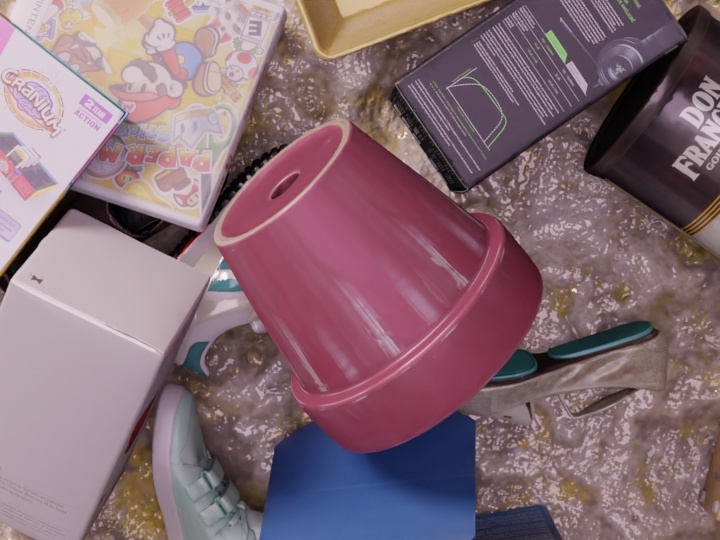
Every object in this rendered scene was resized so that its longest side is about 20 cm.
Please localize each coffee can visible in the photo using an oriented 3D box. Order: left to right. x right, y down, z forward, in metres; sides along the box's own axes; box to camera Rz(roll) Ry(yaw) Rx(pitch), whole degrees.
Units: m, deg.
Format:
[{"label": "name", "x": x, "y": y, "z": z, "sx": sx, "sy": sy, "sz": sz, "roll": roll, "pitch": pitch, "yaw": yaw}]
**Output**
[{"label": "coffee can", "x": 0.288, "y": -0.080, "z": 1.214, "sx": 0.200, "sy": 0.146, "sz": 0.146, "roll": 33, "pitch": 93, "yaw": -3}]

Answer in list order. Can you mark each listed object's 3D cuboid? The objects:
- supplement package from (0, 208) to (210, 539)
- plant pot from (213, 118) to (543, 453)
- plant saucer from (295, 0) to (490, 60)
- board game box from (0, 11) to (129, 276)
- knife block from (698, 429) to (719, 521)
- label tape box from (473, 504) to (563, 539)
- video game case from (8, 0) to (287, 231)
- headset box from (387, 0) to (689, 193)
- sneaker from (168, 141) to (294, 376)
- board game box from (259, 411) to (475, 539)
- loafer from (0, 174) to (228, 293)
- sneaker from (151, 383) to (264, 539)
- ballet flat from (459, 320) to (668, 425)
[{"label": "supplement package", "x": -0.210, "y": 0.082, "z": 1.194, "sx": 0.120, "sy": 0.121, "sz": 0.200, "roll": 26, "pitch": 119, "yaw": -1}, {"label": "plant pot", "x": 0.000, "y": 0.000, "z": 1.168, "sx": 0.200, "sy": 0.200, "sz": 0.179, "roll": -42, "pitch": 110, "yaw": 2}, {"label": "plant saucer", "x": 0.027, "y": -0.283, "z": 1.248, "sx": 0.200, "sy": 0.048, "sz": 0.200, "roll": -20, "pitch": 93, "yaw": 1}, {"label": "board game box", "x": -0.284, "y": -0.080, "z": 1.164, "sx": 0.153, "sy": 0.040, "sz": 0.200, "roll": 39, "pitch": 86, "yaw": -9}, {"label": "knife block", "x": 0.362, "y": 0.163, "z": 1.271, "sx": 0.175, "sy": 0.064, "sz": 0.200, "roll": 14, "pitch": 93, "yaw": -2}, {"label": "label tape box", "x": 0.085, "y": 0.239, "z": 1.203, "sx": 0.143, "sy": 0.200, "sz": 0.066, "roll": -10, "pitch": 100, "yaw": 0}, {"label": "video game case", "x": -0.178, "y": -0.143, "z": 1.227, "sx": 0.200, "sy": 0.023, "sz": 0.182, "roll": 18, "pitch": 77, "yaw": 8}, {"label": "headset box", "x": 0.127, "y": -0.150, "z": 1.194, "sx": 0.200, "sy": 0.174, "sz": 0.093, "roll": -35, "pitch": 93, "yaw": 0}, {"label": "sneaker", "x": -0.088, "y": -0.006, "z": 1.258, "sx": 0.093, "sy": 0.070, "sz": 0.200, "roll": 41, "pitch": 95, "yaw": -10}, {"label": "board game box", "x": 0.010, "y": 0.174, "z": 1.219, "sx": 0.158, "sy": 0.200, "sz": 0.039, "roll": -7, "pitch": 122, "yaw": 8}, {"label": "loafer", "x": -0.195, "y": -0.044, "z": 1.247, "sx": 0.200, "sy": 0.071, "sz": 0.073, "roll": -33, "pitch": 93, "yaw": 1}, {"label": "sneaker", "x": -0.092, "y": 0.176, "z": 1.260, "sx": 0.118, "sy": 0.074, "sz": 0.201, "roll": -8, "pitch": 103, "yaw": 6}, {"label": "ballet flat", "x": 0.143, "y": 0.090, "z": 1.265, "sx": 0.200, "sy": 0.067, "sz": 0.062, "roll": -12, "pitch": 103, "yaw": 0}]
